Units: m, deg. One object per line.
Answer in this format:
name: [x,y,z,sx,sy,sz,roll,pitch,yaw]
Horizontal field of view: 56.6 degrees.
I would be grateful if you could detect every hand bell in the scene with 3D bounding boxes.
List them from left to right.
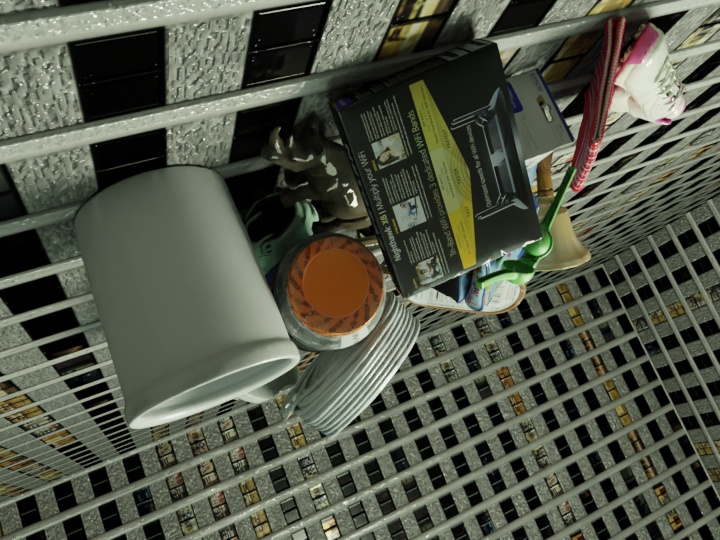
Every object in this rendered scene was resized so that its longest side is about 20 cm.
hand bell: [0.245,-0.111,0.885,0.102,0.203,0.104,-8,-165,2]

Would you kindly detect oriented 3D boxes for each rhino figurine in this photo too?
rhino figurine: [-0.038,-0.096,0.690,0.086,0.061,0.200,-16,153,17]

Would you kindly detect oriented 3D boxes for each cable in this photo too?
cable: [-0.006,0.120,0.867,0.201,0.069,0.200,-53,-172,-34]

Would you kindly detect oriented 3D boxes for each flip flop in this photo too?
flip flop: [0.029,-0.068,0.982,0.199,0.058,0.081,-34,-179,-38]

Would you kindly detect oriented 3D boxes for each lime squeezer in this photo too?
lime squeezer: [0.184,-0.031,0.743,0.037,0.071,0.200,15,-128,46]

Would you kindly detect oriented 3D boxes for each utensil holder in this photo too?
utensil holder: [-0.171,0.025,0.650,0.168,0.202,0.170,-21,168,-5]

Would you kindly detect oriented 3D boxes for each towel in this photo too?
towel: [0.274,-0.185,0.788,0.022,0.147,0.200,11,174,14]

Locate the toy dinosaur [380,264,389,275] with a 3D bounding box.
toy dinosaur: [0.000,0.000,0.903,0.100,0.059,0.199,-4,-179,-31]

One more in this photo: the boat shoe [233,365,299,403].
boat shoe: [-0.140,0.143,0.866,0.063,0.071,0.200,-27,167,11]

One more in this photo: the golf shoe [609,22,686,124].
golf shoe: [0.347,-0.226,0.787,0.076,0.091,0.200,-59,163,8]

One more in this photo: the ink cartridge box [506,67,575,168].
ink cartridge box: [0.125,-0.144,0.727,0.197,0.101,0.039,-20,167,-13]

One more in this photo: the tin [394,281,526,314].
tin: [0.147,0.014,0.991,0.197,0.042,0.113,6,135,4]

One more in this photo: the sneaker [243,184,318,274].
sneaker: [-0.142,-0.021,0.767,0.200,0.074,0.118,-41,172,2]

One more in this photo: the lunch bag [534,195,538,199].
lunch bag: [0.216,-0.032,1.063,0.160,0.083,0.200,-19,164,-49]

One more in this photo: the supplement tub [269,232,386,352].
supplement tub: [-0.041,0.028,0.746,0.121,0.124,0.200,-20,177,-13]

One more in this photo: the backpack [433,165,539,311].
backpack: [0.152,-0.078,0.826,0.200,0.134,0.183,-48,157,-24]

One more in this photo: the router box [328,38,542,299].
router box: [0.076,-0.094,0.643,0.155,0.202,0.052,-23,-154,-4]

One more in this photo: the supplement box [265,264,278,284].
supplement box: [-0.175,0.066,0.956,0.199,0.136,0.199,-34,163,36]
